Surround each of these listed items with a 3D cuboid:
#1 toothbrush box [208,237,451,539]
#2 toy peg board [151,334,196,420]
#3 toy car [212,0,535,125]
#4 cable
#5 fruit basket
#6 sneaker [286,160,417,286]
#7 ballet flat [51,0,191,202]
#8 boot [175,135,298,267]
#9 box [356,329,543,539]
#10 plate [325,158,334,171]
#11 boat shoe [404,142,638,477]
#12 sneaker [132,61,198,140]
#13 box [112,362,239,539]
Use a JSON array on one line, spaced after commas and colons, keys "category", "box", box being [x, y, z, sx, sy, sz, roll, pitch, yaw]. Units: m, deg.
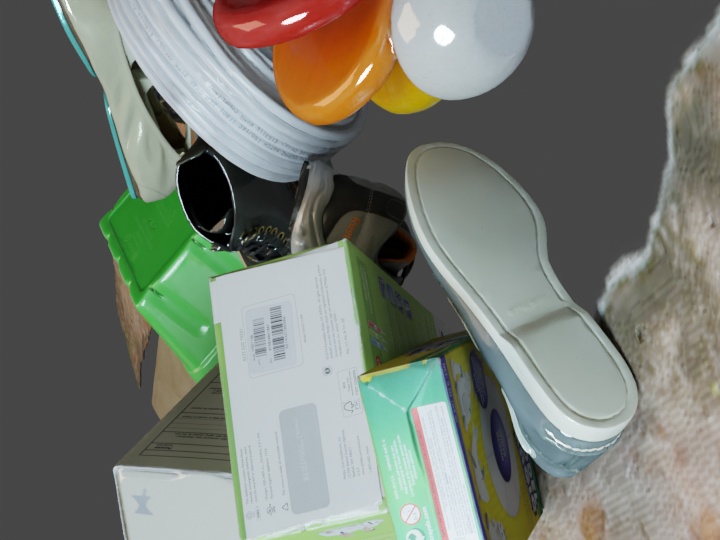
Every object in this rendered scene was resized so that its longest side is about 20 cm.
[{"category": "toothbrush box", "box": [-0.001, 0.087, 0.769, 0.200, 0.085, 0.147, 37, -139, -64]}, {"category": "toy peg board", "box": [-0.123, 0.158, 1.396, 0.200, 0.097, 0.201, 55, 155, 19]}, {"category": "toy car", "box": [-0.013, -0.172, 0.679, 0.174, 0.149, 0.203, 19, 120, 52]}, {"category": "cable", "box": [-0.081, -0.151, 0.892, 0.200, 0.069, 0.201, 44, -155, -17]}, {"category": "fruit basket", "box": [-0.116, 0.019, 1.160, 0.215, 0.156, 0.216, 42, -173, -6]}, {"category": "sneaker", "box": [0.000, 0.000, 0.912, 0.201, 0.078, 0.075, 80, -159, -65]}, {"category": "ballet flat", "box": [-0.156, -0.140, 0.927, 0.070, 0.069, 0.202, -125, 15, -52]}, {"category": "boot", "box": [-0.073, -0.018, 0.944, 0.202, 0.077, 0.139, 63, -162, -19]}, {"category": "box", "box": [0.056, 0.095, 0.719, 0.200, 0.048, 0.119, -14, -90, -77]}, {"category": "plate", "box": [-0.046, -0.053, 1.102, 0.200, 0.025, 0.203, 169, 90, -73]}, {"category": "boat shoe", "box": [0.071, 0.017, 0.701, 0.201, 0.072, 0.062, 61, 152, 33]}, {"category": "sneaker", "box": [-0.123, -0.152, 1.031, 0.200, 0.074, 0.088, 54, -156, -63]}, {"category": "box", "box": [-0.062, 0.140, 0.920, 0.200, 0.126, 0.110, -48, -44, -62]}]
